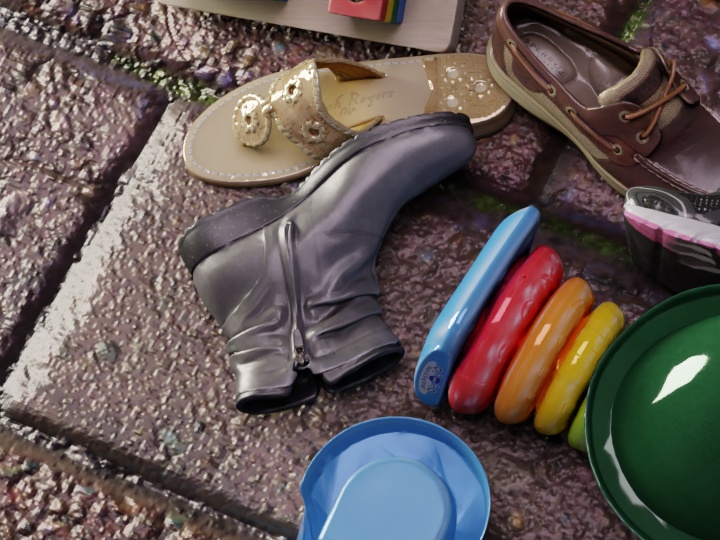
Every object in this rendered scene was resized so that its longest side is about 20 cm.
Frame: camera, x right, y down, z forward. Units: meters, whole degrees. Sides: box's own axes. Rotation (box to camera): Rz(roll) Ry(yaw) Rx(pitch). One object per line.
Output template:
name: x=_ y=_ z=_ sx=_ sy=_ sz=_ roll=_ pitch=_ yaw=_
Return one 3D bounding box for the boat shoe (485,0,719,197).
boat shoe: x=0.161 y=-0.099 z=1.764 sx=0.200 sy=0.072 sz=0.072 roll=38 pitch=74 yaw=13

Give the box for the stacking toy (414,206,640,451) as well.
stacking toy: x=0.140 y=0.066 z=1.690 sx=0.200 sy=0.116 sz=0.110 roll=30 pitch=66 yaw=8

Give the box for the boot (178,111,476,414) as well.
boot: x=0.000 y=0.000 z=1.762 sx=0.200 sy=0.070 sz=0.132 roll=-29 pitch=64 yaw=7

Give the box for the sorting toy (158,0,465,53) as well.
sorting toy: x=-0.028 y=-0.249 z=1.831 sx=0.200 sy=0.070 sz=0.199 roll=11 pitch=96 yaw=18

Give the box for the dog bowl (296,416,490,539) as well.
dog bowl: x=0.004 y=0.181 z=1.669 sx=0.111 sy=0.050 sz=0.200 roll=17 pitch=68 yaw=18

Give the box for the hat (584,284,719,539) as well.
hat: x=0.228 y=0.051 z=1.564 sx=0.200 sy=0.176 sz=0.166 roll=-30 pitch=75 yaw=-17

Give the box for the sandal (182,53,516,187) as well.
sandal: x=-0.012 y=-0.110 z=1.810 sx=0.211 sy=0.070 sz=0.078 roll=-9 pitch=62 yaw=5

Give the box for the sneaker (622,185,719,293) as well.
sneaker: x=0.252 y=-0.023 z=1.722 sx=0.200 sy=0.080 sz=0.086 roll=15 pitch=66 yaw=3
